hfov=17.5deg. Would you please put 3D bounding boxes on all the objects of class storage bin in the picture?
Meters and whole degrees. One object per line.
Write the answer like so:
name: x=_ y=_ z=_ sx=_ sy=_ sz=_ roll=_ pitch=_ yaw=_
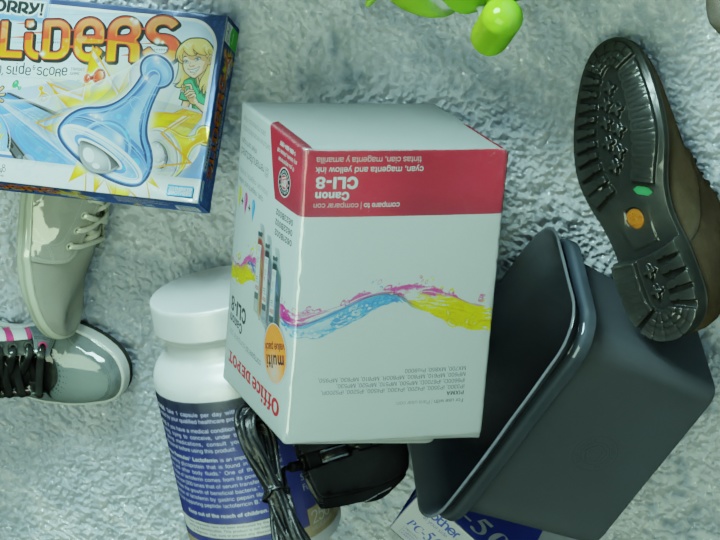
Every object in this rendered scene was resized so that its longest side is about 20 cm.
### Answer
storage bin: x=0.140 y=0.086 z=1.601 sx=0.134 sy=0.146 sz=0.200 roll=22 pitch=122 yaw=-21

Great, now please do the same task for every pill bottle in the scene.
pill bottle: x=-0.087 y=0.104 z=1.692 sx=0.115 sy=0.116 sz=0.201 roll=-3 pitch=112 yaw=22

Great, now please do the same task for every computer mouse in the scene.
computer mouse: x=-0.005 y=0.153 z=1.624 sx=0.046 sy=0.200 sz=0.141 roll=-24 pitch=75 yaw=27

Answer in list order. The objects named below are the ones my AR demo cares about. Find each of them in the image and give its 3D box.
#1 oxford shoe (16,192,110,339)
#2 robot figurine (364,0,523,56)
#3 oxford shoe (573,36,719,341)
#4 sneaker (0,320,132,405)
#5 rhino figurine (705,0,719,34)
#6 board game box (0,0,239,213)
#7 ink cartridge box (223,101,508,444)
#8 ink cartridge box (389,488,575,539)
oxford shoe: x=-0.210 y=-0.041 z=1.700 sx=0.057 sy=0.075 sz=0.201 roll=11 pitch=111 yaw=19
robot figurine: x=0.084 y=-0.227 z=1.481 sx=0.199 sy=0.116 sz=0.177 roll=-11 pitch=86 yaw=26
oxford shoe: x=0.195 y=-0.056 z=1.547 sx=0.072 sy=0.084 sz=0.201 roll=-13 pitch=90 yaw=40
sneaker: x=-0.281 y=0.077 z=1.750 sx=0.199 sy=0.121 sz=0.084 roll=9 pitch=115 yaw=16
rhino figurine: x=0.262 y=-0.227 z=1.432 sx=0.060 sy=0.087 sz=0.201 roll=21 pitch=119 yaw=10
board game box: x=-0.193 y=-0.118 z=1.632 sx=0.199 sy=0.034 sz=0.136 roll=6 pitch=80 yaw=12
ink cartridge box: x=0.000 y=0.000 z=1.552 sx=0.144 sy=0.145 sz=0.201 roll=-2 pitch=106 yaw=-20
ink cartridge box: x=0.121 y=0.215 z=1.676 sx=0.200 sy=0.094 sz=0.044 roll=40 pitch=120 yaw=0
